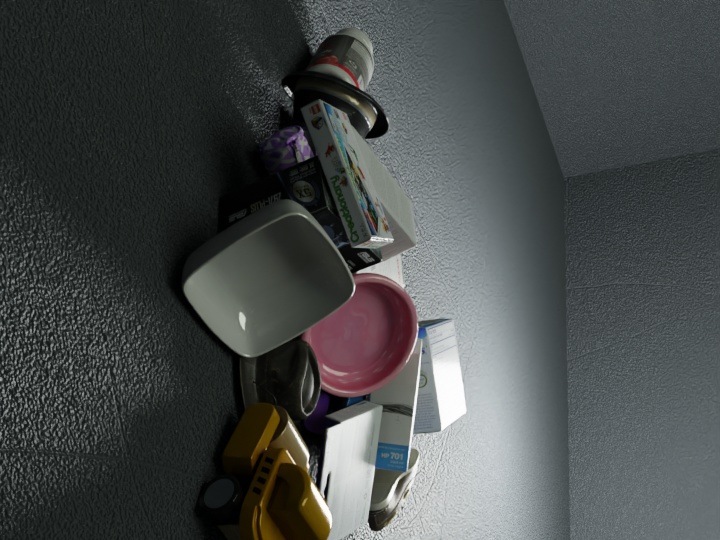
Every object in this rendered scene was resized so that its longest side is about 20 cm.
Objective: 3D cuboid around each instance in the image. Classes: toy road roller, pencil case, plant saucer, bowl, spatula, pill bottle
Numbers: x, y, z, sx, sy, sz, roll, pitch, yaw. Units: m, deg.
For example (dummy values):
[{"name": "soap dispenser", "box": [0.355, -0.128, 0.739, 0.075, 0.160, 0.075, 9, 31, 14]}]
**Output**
[{"name": "toy road roller", "box": [-0.100, 0.278, 1.224, 0.124, 0.143, 0.202, 64, 34, -36]}, {"name": "pencil case", "box": [-0.084, -0.130, 1.482, 0.084, 0.085, 0.202, -45, 120, -29]}, {"name": "plant saucer", "box": [-0.007, 0.096, 1.480, 0.051, 0.198, 0.203, 39, -26, 60]}, {"name": "bowl", "box": [-0.123, 0.003, 1.256, 0.201, 0.198, 0.075, 56, 6, -44]}, {"name": "spatula", "box": [-0.072, 0.157, 1.518, 0.056, 0.020, 0.204, 29, 52, -51]}, {"name": "pill bottle", "box": [-0.037, -0.350, 1.677, 0.201, 0.109, 0.112, -70, 144, -51]}]

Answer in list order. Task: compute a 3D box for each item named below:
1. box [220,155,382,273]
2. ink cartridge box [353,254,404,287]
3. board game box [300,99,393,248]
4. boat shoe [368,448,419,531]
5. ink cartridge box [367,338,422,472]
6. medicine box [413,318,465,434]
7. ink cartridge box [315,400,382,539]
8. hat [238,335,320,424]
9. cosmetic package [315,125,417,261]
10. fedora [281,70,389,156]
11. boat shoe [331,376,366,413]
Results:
[{"name": "box", "box": [-0.082, -0.057, 1.372, 0.200, 0.161, 0.088, 43, 31, -58]}, {"name": "ink cartridge box", "box": [0.000, 0.000, 1.620, 0.200, 0.086, 0.148, -39, 126, -58]}, {"name": "board game box", "box": [-0.016, -0.130, 1.321, 0.203, 0.034, 0.126, 70, 15, 6]}, {"name": "boat shoe", "box": [0.056, 0.386, 1.693, 0.200, 0.070, 0.061, -43, 127, -60]}, {"name": "ink cartridge box", "box": [0.054, 0.221, 1.620, 0.146, 0.084, 0.204, -51, 149, -82]}, {"name": "medicine box", "box": [0.128, 0.207, 1.888, 0.182, 0.101, 0.204, -7, 88, -68]}, {"name": "ink cartridge box", "box": [-0.033, 0.314, 1.456, 0.199, 0.043, 0.201, -3, 102, -63]}, {"name": "hat", "box": [-0.103, 0.154, 1.364, 0.200, 0.079, 0.205, -10, 90, -67]}, {"name": "cosmetic package", "box": [0.010, -0.118, 1.493, 0.200, 0.070, 0.103, 48, 27, -41]}, {"name": "fedora", "box": [-0.050, -0.234, 1.522, 0.200, 0.197, 0.093, 40, 66, -58]}, {"name": "boat shoe", "box": [-0.023, 0.175, 1.577, 0.085, 0.067, 0.202, 73, 24, -45]}]
